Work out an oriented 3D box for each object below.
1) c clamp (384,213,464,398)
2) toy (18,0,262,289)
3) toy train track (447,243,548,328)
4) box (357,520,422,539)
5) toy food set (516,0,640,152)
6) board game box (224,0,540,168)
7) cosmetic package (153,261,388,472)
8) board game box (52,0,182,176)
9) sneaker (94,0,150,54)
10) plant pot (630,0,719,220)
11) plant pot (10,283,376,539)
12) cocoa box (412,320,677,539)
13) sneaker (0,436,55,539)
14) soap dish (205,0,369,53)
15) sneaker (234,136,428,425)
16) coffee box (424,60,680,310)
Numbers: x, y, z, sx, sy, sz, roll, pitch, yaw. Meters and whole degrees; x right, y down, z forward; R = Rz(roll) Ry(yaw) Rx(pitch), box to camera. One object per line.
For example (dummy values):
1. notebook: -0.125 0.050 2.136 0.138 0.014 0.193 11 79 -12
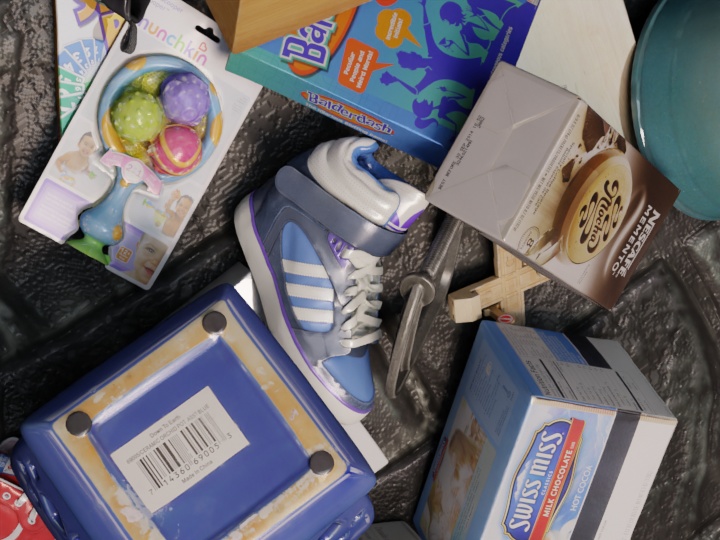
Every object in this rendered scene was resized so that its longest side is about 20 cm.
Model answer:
1. c clamp: 0.057 -0.005 1.177 0.027 0.201 0.172 20 133 7
2. toy: -0.152 -0.095 1.128 0.115 0.047 0.201 30 92 -23
3. toy train track: 0.165 0.000 1.267 0.199 0.033 0.116 -23 127 -20
4. box: 0.005 0.328 1.205 0.129 0.200 0.201 -4 101 -15
5. toy food set: 0.155 -0.147 1.244 0.142 0.060 0.202 -21 105 -1
6. board game box: 0.019 -0.179 1.143 0.199 0.045 0.153 23 71 -5
7. cosmetic package: -0.094 0.119 1.212 0.150 0.052 0.201 -38 109 -10
8. board game box: -0.180 -0.173 1.142 0.095 0.030 0.202 -4 99 -17
9. sneaker: -0.199 -0.207 1.059 0.199 0.078 0.141 -27 88 19
10. plant pot: 0.348 -0.139 1.198 0.199 0.187 0.202 -2 93 -40
11. plant pot: -0.113 0.137 1.043 0.199 0.180 0.201 -35 80 -16
12. cocoa box: 0.142 0.163 1.232 0.130 0.134 0.202 10 112 -19
13. sneaker: -0.214 0.168 1.151 0.199 0.071 0.113 -23 106 10
14. soap dish: -0.060 -0.272 1.088 0.156 0.081 0.201 -23 74 -11
15. sneaker: 0.000 0.000 1.151 0.146 0.080 0.201 -28 82 26
16. coffee box: 0.147 -0.057 1.131 0.200 0.080 0.114 26 93 -55
